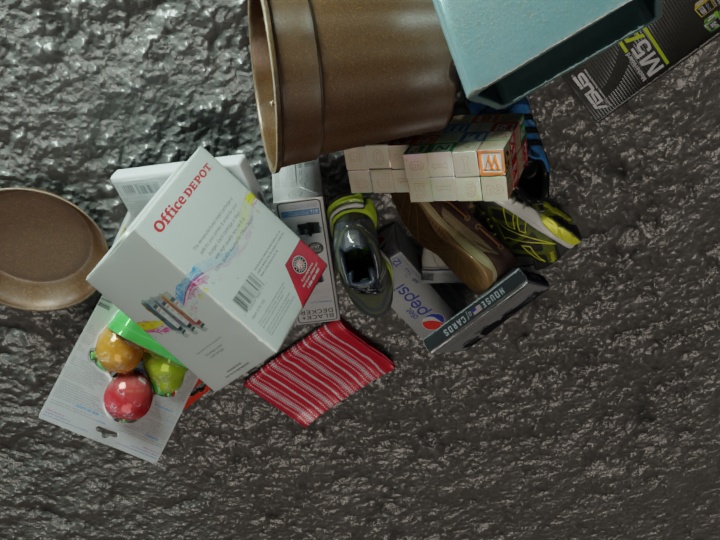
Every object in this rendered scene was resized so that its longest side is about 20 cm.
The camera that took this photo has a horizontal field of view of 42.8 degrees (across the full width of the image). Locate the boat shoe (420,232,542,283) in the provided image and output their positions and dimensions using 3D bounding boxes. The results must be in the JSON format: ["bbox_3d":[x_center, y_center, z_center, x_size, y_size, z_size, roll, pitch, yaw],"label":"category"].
[{"bbox_3d":[0.166,-0.021,1.239,0.196,0.071,0.071,-2,91,-28],"label":"boat shoe"}]

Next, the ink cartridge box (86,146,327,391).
[{"bbox_3d":[-0.170,0.001,1.023,0.200,0.146,0.144,44,137,-14],"label":"ink cartridge box"}]

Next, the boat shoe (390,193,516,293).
[{"bbox_3d":[0.114,-0.061,1.143,0.071,0.200,0.073,-31,149,-22],"label":"boat shoe"}]

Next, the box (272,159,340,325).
[{"bbox_3d":[-0.068,-0.043,1.158,0.059,0.118,0.202,-8,132,0],"label":"box"}]

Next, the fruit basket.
[{"bbox_3d":[-0.303,0.134,1.224,0.184,0.093,0.202,30,88,-34],"label":"fruit basket"}]

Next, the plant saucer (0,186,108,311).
[{"bbox_3d":[-0.420,-0.033,1.174,0.196,0.037,0.203,-4,132,-5],"label":"plant saucer"}]

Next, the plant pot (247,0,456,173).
[{"bbox_3d":[-0.011,-0.214,0.978,0.194,0.202,0.203,-7,132,-11],"label":"plant pot"}]

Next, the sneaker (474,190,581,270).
[{"bbox_3d":[0.191,-0.062,1.186,0.198,0.075,0.085,29,116,-15],"label":"sneaker"}]

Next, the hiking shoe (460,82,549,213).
[{"bbox_3d":[0.185,-0.166,1.104,0.074,0.088,0.200,-28,129,16],"label":"hiking shoe"}]

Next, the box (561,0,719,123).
[{"bbox_3d":[0.293,-0.295,1.034,0.192,0.048,0.200,-36,125,19],"label":"box"}]

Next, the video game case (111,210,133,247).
[{"bbox_3d":[-0.226,-0.018,1.222,0.197,0.023,0.183,19,126,-23],"label":"video game case"}]

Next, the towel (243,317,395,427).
[{"bbox_3d":[-0.061,0.158,1.397,0.199,0.023,0.144,-35,126,22],"label":"towel"}]

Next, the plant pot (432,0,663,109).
[{"bbox_3d":[0.163,-0.300,0.901,0.194,0.195,0.203,-27,87,19],"label":"plant pot"}]

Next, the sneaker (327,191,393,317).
[{"bbox_3d":[0.000,0.000,1.140,0.072,0.082,0.202,-11,139,8],"label":"sneaker"}]

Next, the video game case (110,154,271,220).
[{"bbox_3d":[-0.185,-0.050,1.109,0.197,0.024,0.184,-2,128,30],"label":"video game case"}]

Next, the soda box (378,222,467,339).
[{"bbox_3d":[0.078,0.028,1.274,0.068,0.064,0.200,-30,128,19],"label":"soda box"}]

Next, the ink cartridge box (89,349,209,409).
[{"bbox_3d":[-0.298,0.148,1.336,0.108,0.051,0.199,-37,125,22],"label":"ink cartridge box"}]

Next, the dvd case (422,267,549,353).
[{"bbox_3d":[0.167,0.054,1.182,0.149,0.025,0.200,-38,165,13],"label":"dvd case"}]

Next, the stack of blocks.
[{"bbox_3d":[0.083,-0.129,1.053,0.196,0.115,0.060,1,119,23],"label":"stack of blocks"}]
